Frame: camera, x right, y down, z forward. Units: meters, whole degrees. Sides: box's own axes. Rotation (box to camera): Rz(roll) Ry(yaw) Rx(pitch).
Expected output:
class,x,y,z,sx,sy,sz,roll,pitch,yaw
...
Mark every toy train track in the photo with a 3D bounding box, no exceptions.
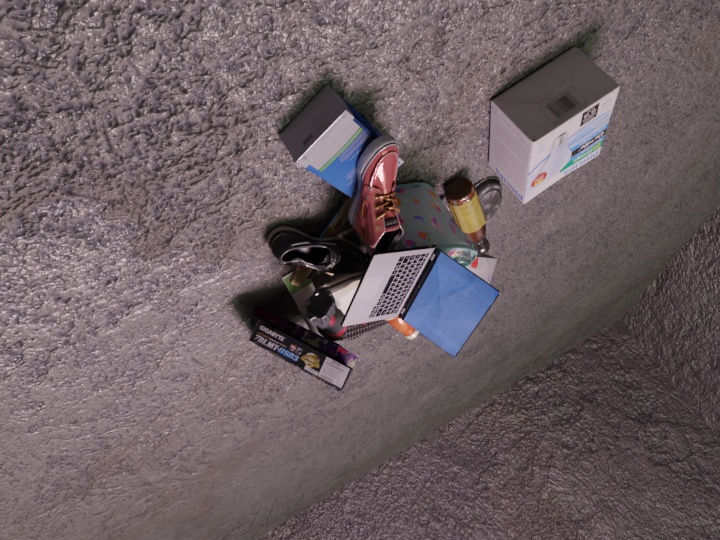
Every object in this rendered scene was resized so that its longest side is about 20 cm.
class,x,y,z,sx,sy,sz,roll,pitch,yaw
toy train track,-0.068,-0.058,1.109,0.113,0.033,0.201,22,114,-37

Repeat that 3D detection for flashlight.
class,x,y,z,sx,sy,sz,roll,pitch,yaw
flashlight,-0.060,0.085,1.158,0.066,0.069,0.201,-9,160,0

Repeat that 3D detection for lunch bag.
class,x,y,z,sx,sy,sz,roll,pitch,yaw
lunch bag,0.108,-0.069,1.141,0.196,0.172,0.123,-9,144,-36

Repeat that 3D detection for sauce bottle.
class,x,y,z,sx,sy,sz,roll,pitch,yaw
sauce bottle,0.231,-0.108,1.293,0.065,0.066,0.201,-33,139,-1

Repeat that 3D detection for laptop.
class,x,y,z,sx,sy,sz,roll,pitch,yaw
laptop,0.095,0.065,1.042,0.196,0.117,0.189,-7,141,-29

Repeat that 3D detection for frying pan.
class,x,y,z,sx,sy,sz,roll,pitch,yaw
frying pan,0.255,-0.117,1.361,0.113,0.031,0.193,6,119,-44

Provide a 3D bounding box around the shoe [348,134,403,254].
class,x,y,z,sx,sy,sz,roll,pitch,yaw
shoe,0.036,-0.108,0.948,0.070,0.092,0.202,-21,152,-25

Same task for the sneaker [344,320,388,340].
class,x,y,z,sx,sy,sz,roll,pitch,yaw
sneaker,0.000,0.089,1.390,0.197,0.095,0.071,-23,123,29

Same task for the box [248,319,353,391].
class,x,y,z,sx,sy,sz,roll,pitch,yaw
box,-0.114,0.170,1.196,0.050,0.196,0.200,-60,177,-11

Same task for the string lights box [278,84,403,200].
class,x,y,z,sx,sy,sz,roll,pitch,yaw
string lights box,-0.022,-0.182,0.927,0.102,0.059,0.199,-42,153,14

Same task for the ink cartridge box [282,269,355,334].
class,x,y,z,sx,sy,sz,roll,pitch,yaw
ink cartridge box,-0.070,0.037,1.254,0.144,0.048,0.202,-31,130,-8

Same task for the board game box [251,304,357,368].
class,x,y,z,sx,sy,sz,roll,pitch,yaw
board game box,-0.108,0.130,1.203,0.033,0.197,0.120,-61,156,-14

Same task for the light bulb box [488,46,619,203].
class,x,y,z,sx,sy,sz,roll,pitch,yaw
light bulb box,0.355,-0.268,1.160,0.196,0.126,0.201,-32,153,-5

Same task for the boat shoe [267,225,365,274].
class,x,y,z,sx,sy,sz,roll,pitch,yaw
boat shoe,-0.069,-0.020,1.072,0.197,0.063,0.074,15,118,-34

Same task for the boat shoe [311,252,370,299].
class,x,y,z,sx,sy,sz,roll,pitch,yaw
boat shoe,0.000,-0.001,1.192,0.198,0.061,0.072,-21,164,-15

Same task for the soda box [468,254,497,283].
class,x,y,z,sx,sy,sz,roll,pitch,yaw
soda box,0.217,-0.012,1.364,0.197,0.068,0.065,4,107,-43

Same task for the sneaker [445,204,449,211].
class,x,y,z,sx,sy,sz,roll,pitch,yaw
sneaker,0.111,-0.059,1.271,0.199,0.078,0.078,-40,152,7

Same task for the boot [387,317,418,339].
class,x,y,z,sx,sy,sz,roll,pitch,yaw
boot,0.094,0.053,1.310,0.074,0.202,0.107,-27,122,32
